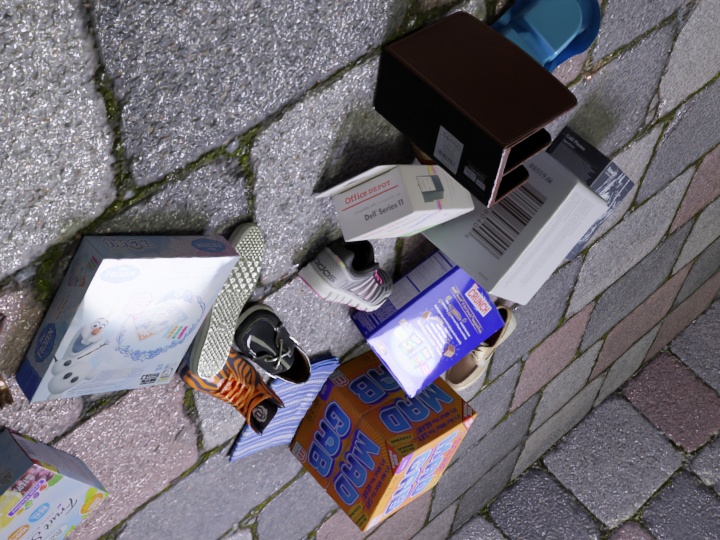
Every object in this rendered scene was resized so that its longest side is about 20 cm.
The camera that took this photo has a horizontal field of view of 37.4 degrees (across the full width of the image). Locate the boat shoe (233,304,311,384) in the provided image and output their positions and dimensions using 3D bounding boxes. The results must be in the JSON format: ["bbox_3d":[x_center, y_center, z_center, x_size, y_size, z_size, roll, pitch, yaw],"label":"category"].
[{"bbox_3d":[-0.119,0.105,1.469,0.072,0.068,0.200,-48,153,-8],"label":"boat shoe"}]

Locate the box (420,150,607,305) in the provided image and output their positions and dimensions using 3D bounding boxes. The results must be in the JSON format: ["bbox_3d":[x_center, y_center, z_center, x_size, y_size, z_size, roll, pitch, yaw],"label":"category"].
[{"bbox_3d":[0.206,-0.091,1.536,0.199,0.200,0.171,-52,153,12],"label":"box"}]

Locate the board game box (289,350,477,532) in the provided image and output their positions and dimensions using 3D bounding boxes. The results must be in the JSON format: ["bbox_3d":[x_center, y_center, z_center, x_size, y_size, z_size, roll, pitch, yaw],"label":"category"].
[{"bbox_3d":[0.037,0.277,1.826,0.199,0.200,0.201,-21,145,-43],"label":"board game box"}]

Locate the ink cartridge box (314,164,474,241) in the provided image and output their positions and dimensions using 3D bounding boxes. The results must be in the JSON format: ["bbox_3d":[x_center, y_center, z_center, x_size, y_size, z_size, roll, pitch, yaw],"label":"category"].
[{"bbox_3d":[0.046,-0.088,1.382,0.117,0.068,0.199,-22,171,35],"label":"ink cartridge box"}]

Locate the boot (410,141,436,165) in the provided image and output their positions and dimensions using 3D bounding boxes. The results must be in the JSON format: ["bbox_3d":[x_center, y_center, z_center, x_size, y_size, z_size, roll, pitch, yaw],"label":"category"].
[{"bbox_3d":[0.153,-0.207,1.438,0.199,0.075,0.107,-36,158,-4],"label":"boot"}]

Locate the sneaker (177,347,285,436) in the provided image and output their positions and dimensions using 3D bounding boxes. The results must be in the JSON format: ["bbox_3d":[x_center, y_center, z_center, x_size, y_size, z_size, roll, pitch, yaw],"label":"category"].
[{"bbox_3d":[-0.160,0.159,1.428,0.078,0.112,0.200,-49,156,5],"label":"sneaker"}]

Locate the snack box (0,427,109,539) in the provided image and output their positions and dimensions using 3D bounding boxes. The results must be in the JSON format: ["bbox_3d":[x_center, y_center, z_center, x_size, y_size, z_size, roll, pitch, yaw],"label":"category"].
[{"bbox_3d":[-0.416,0.287,1.265,0.169,0.068,0.200,-45,158,-5],"label":"snack box"}]

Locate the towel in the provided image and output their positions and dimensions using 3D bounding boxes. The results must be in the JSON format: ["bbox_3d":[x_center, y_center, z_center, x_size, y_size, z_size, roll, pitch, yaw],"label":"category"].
[{"bbox_3d":[-0.120,0.220,1.698,0.144,0.024,0.201,-11,138,-52],"label":"towel"}]

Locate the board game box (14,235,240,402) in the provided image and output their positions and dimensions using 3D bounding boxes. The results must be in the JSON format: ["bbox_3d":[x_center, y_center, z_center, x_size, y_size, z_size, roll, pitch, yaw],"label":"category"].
[{"bbox_3d":[-0.255,0.050,1.179,0.199,0.043,0.200,-2,132,-53],"label":"board game box"}]

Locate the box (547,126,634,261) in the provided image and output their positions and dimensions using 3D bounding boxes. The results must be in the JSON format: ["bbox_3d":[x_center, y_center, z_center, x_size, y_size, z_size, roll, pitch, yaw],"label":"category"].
[{"bbox_3d":[0.364,-0.128,1.853,0.183,0.104,0.200,-53,156,11],"label":"box"}]

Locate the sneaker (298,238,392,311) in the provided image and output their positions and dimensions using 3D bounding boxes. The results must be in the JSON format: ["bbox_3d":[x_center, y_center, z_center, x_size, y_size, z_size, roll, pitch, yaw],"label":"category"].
[{"bbox_3d":[0.000,0.000,1.490,0.088,0.074,0.199,-47,152,18],"label":"sneaker"}]

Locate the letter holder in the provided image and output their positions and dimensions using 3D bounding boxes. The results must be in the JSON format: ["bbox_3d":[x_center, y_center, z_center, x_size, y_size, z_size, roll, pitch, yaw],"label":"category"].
[{"bbox_3d":[0.137,-0.198,1.256,0.142,0.200,0.101,-33,153,-28],"label":"letter holder"}]

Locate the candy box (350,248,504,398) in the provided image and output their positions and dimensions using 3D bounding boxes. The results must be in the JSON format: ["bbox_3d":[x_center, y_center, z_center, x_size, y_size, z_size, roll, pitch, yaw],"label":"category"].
[{"bbox_3d":[0.109,0.079,1.694,0.199,0.077,0.169,-36,130,-1],"label":"candy box"}]

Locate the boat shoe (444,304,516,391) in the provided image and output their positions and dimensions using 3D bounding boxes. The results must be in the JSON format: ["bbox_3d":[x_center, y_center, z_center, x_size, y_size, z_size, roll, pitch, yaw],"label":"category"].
[{"bbox_3d":[0.233,0.148,2.115,0.200,0.074,0.066,-53,154,-11],"label":"boat shoe"}]

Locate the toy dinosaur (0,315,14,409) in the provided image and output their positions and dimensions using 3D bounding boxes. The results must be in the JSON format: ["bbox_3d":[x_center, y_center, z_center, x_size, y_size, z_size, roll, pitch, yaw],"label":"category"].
[{"bbox_3d":[-0.402,0.099,0.986,0.200,0.086,0.136,-40,149,-27],"label":"toy dinosaur"}]

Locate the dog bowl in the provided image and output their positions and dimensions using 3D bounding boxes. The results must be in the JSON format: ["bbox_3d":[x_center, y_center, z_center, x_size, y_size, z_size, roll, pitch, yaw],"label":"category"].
[{"bbox_3d":[0.215,-0.291,1.361,0.200,0.112,0.050,-45,-171,-5],"label":"dog bowl"}]

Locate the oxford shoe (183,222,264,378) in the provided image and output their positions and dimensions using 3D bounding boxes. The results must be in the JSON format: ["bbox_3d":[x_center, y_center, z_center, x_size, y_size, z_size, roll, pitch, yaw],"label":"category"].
[{"bbox_3d":[-0.174,0.032,1.288,0.075,0.058,0.201,6,110,-52],"label":"oxford shoe"}]
